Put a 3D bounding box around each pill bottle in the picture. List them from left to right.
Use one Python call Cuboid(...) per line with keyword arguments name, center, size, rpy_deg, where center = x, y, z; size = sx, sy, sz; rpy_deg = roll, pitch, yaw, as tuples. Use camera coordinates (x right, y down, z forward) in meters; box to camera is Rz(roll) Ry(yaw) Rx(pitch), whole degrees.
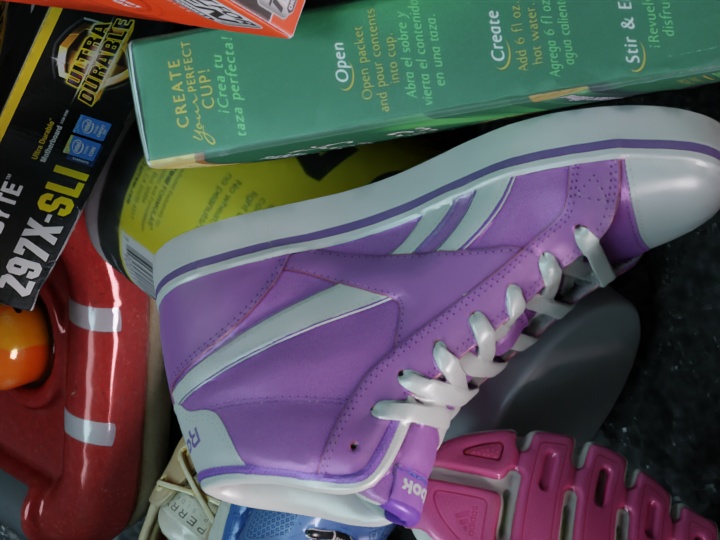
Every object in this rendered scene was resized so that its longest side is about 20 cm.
Cuboid(name="pill bottle", center=(0.000, 0.000, 0.816), size=(0.200, 0.114, 0.114), rpy_deg=(35, 125, 27))

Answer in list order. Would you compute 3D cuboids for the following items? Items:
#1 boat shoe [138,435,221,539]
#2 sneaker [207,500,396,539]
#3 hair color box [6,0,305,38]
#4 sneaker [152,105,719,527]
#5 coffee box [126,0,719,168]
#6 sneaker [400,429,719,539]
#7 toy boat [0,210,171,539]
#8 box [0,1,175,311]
Cuboid(name="boat shoe", center=(-0.058, 0.107, 0.935), size=(0.074, 0.069, 0.200), rpy_deg=(36, 126, 26))
Cuboid(name="sneaker", center=(-0.030, 0.144, 0.876), size=(0.200, 0.078, 0.089), rpy_deg=(-55, 38, 11))
Cuboid(name="hair color box", center=(-0.091, -0.138, 0.685), size=(0.200, 0.061, 0.102), rpy_deg=(14, 81, 44))
Cuboid(name="sneaker", center=(0.035, 0.024, 0.695), size=(0.200, 0.073, 0.114), rpy_deg=(-19, 61, 13))
Cuboid(name="coffee box", center=(0.037, -0.069, 0.700), size=(0.200, 0.123, 0.044), rpy_deg=(-9, 92, 14))
Cuboid(name="sneaker", center=(0.092, 0.117, 0.753), size=(0.087, 0.200, 0.074), rpy_deg=(-37, 38, 54))
Cuboid(name="toy boat", center=(-0.162, 0.029, 0.947), size=(0.130, 0.131, 0.200), rpy_deg=(22, 115, 43))
Cuboid(name="box", center=(-0.116, -0.110, 0.842), size=(0.160, 0.049, 0.200), rpy_deg=(-56, 24, 37))
